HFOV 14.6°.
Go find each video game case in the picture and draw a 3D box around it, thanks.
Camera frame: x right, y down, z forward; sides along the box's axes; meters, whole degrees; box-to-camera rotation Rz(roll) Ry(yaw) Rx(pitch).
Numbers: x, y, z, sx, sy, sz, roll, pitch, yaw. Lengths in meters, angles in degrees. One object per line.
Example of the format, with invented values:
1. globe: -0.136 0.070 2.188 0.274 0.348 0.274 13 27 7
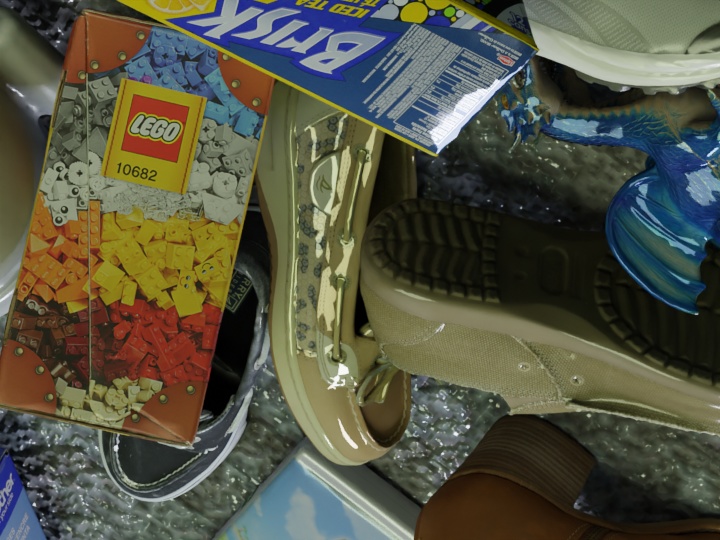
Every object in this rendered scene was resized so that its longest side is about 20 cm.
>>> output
1. video game case: 0.009 0.188 1.370 0.200 0.022 0.182 38 131 -4

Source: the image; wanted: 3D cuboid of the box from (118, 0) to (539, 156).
1. box: -0.037 -0.118 0.994 0.200 0.070 0.064 25 123 -30

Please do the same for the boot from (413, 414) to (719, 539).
1. boot: 0.109 0.161 1.210 0.200 0.155 0.077 37 131 -3

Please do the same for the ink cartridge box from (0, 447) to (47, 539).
1. ink cartridge box: -0.226 0.154 1.406 0.136 0.076 0.200 4 136 22

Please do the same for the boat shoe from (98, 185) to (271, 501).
1. boat shoe: -0.078 0.048 1.277 0.072 0.068 0.200 34 132 -1

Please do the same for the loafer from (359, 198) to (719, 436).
1. loafer: 0.093 0.025 1.166 0.200 0.076 0.067 18 142 -1

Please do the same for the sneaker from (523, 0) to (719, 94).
1. sneaker: 0.088 -0.119 1.070 0.200 0.074 0.079 9 122 20

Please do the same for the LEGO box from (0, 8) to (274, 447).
1. LEGO box: -0.092 -0.014 1.107 0.077 0.200 0.149 13 88 -6

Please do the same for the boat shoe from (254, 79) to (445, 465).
1. boat shoe: 0.000 0.000 1.199 0.063 0.073 0.200 7 126 25

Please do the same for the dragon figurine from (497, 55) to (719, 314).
1. dragon figurine: 0.138 -0.025 1.118 0.099 0.059 0.200 -33 99 41

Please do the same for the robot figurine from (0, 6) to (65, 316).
1. robot figurine: -0.197 -0.043 1.205 0.170 0.113 0.200 -37 149 4
